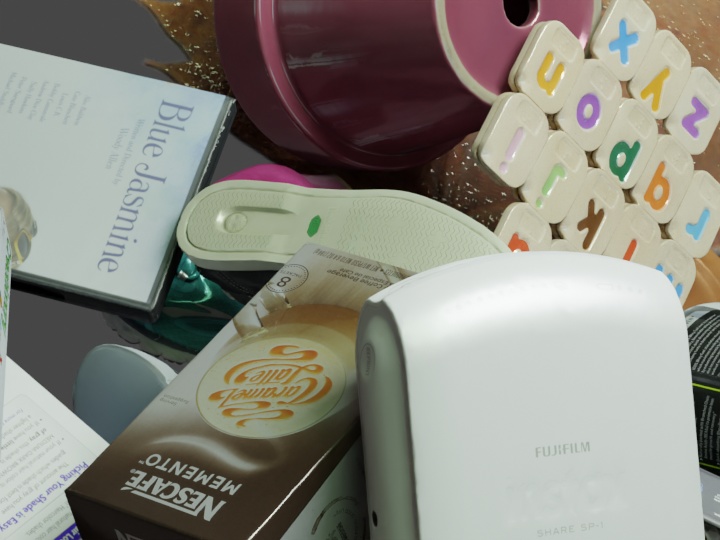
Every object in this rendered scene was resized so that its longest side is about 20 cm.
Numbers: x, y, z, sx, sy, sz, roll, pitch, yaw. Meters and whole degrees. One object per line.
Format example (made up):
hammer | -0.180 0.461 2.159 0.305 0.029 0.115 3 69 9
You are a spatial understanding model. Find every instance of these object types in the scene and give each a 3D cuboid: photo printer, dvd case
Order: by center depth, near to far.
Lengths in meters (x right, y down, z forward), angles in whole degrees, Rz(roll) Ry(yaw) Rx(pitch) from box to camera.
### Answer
photo printer | 0.081 0.092 1.272 0.165 0.069 0.202 -5 91 -24
dvd case | -0.184 -0.056 1.509 0.198 0.018 0.143 14 63 11

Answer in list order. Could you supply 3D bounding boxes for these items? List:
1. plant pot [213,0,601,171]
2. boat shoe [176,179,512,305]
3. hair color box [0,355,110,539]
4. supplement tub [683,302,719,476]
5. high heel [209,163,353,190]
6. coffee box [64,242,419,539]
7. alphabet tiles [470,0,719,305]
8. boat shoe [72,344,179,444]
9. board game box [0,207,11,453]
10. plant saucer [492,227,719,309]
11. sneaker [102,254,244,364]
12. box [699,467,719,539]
plant pot | 0.040 -0.158 1.620 0.199 0.178 0.202 -2 94 -36
boat shoe | 0.000 0.000 1.446 0.199 0.068 0.072 10 56 28
hair color box | -0.155 0.142 1.370 0.200 0.065 0.109 38 45 15
supplement tub | 0.232 0.086 1.509 0.122 0.124 0.199 -17 20 -37
high heel | -0.007 0.008 1.575 0.096 0.068 0.200 -4 34 -42
coffee box | -0.032 0.086 1.323 0.114 0.080 0.200 15 47 35
alphabet tiles | 0.143 -0.055 1.590 0.200 0.015 0.197 40 69 -38
boat shoe | -0.072 0.104 1.438 0.199 0.074 0.068 31 15 35
board game box | -0.244 0.037 1.381 0.125 0.035 0.200 -8 31 0
plant saucer | 0.166 0.025 1.669 0.199 0.038 0.201 14 44 -14
sneaker | -0.124 -0.022 1.538 0.200 0.080 0.077 44 44 18
box | 0.145 0.143 1.407 0.199 0.110 0.035 25 42 4
